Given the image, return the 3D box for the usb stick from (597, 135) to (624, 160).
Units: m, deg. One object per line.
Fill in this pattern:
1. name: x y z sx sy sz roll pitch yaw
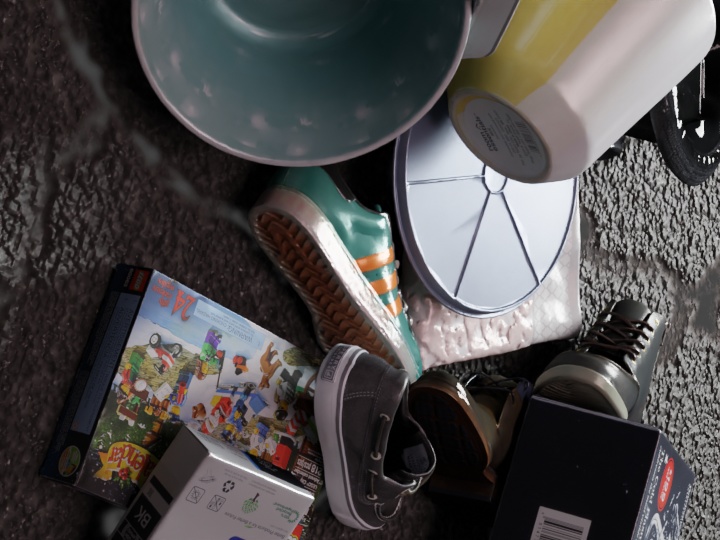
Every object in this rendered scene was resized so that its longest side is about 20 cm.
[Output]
1. usb stick: 0.156 -0.181 1.324 0.055 0.032 0.202 15 61 -70

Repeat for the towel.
1. towel: 0.100 -0.036 1.336 0.190 0.032 0.203 -6 98 -46

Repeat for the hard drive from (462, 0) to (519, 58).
1. hard drive: 0.068 -0.247 1.078 0.026 0.132 0.202 -3 72 -10

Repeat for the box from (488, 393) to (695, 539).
1. box: 0.165 0.217 1.341 0.182 0.103 0.202 41 64 -67

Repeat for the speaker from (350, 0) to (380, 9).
1. speaker: 0.032 -0.254 1.203 0.081 0.081 0.202 24 77 -45

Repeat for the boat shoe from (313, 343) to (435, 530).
1. boat shoe: 0.017 0.118 1.194 0.201 0.066 0.070 81 30 -51

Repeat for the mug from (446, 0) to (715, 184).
1. mug: 0.119 -0.151 1.200 0.154 0.186 0.150 -50 172 -23

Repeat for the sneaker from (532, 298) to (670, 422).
1. sneaker: 0.185 0.063 1.373 0.200 0.074 0.107 49 59 -72

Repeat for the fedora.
1. fedora: 0.227 -0.158 1.399 0.200 0.091 0.203 -12 104 -62

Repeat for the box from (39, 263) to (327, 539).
1. box: -0.096 0.097 1.141 0.199 0.037 0.138 31 73 -44

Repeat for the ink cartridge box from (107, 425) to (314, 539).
1. ink cartridge box: -0.121 0.197 1.098 0.099 0.039 0.201 30 95 -44

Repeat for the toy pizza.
1. toy pizza: 0.084 -0.068 1.270 0.199 0.032 0.203 -5 96 -46

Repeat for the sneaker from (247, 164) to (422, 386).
1. sneaker: 0.000 0.000 1.206 0.080 0.071 0.201 -57 136 -31

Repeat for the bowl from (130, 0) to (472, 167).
1. bowl: -0.038 -0.175 1.084 0.202 0.199 0.105 60 11 -32

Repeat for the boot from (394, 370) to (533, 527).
1. boot: 0.075 0.098 1.285 0.201 0.074 0.098 70 35 -56
